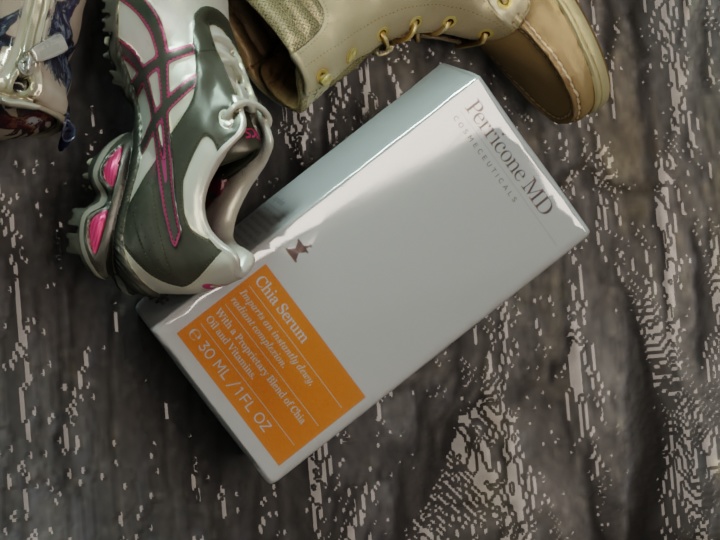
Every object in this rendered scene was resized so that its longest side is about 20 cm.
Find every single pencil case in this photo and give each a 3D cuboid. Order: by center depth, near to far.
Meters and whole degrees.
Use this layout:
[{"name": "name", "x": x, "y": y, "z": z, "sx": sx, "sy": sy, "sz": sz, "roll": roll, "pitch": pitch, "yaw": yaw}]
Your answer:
[{"name": "pencil case", "x": -0.157, "y": -0.160, "z": 1.232, "sx": 0.078, "sy": 0.089, "sz": 0.201, "roll": 18, "pitch": 76, "yaw": -39}]

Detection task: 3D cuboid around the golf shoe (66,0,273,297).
[{"name": "golf shoe", "x": -0.076, "y": -0.085, "z": 1.238, "sx": 0.077, "sy": 0.088, "sz": 0.201, "roll": 15, "pitch": 81, "yaw": -60}]

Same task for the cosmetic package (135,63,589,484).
[{"name": "cosmetic package", "x": 0.000, "y": 0.000, "z": 1.278, "sx": 0.200, "sy": 0.071, "sz": 0.102, "roll": -39, "pitch": 105, "yaw": -4}]

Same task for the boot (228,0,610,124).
[{"name": "boot", "x": 0.023, "y": -0.122, "z": 1.335, "sx": 0.155, "sy": 0.073, "sz": 0.200, "roll": -45, "pitch": 104, "yaw": -25}]
